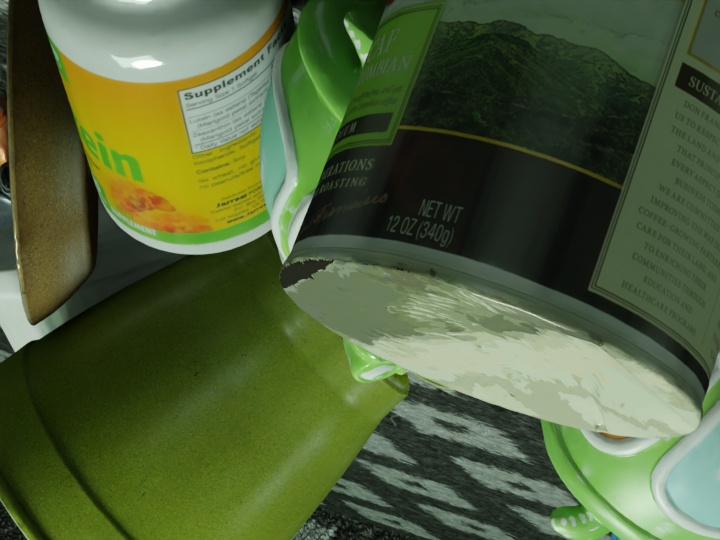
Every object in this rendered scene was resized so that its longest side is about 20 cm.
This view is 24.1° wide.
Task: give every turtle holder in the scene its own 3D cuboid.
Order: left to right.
[{"bbox_3d":[0.027,-0.039,0.720,0.140,0.132,0.186,3,-137,-39],"label":"turtle holder"},{"bbox_3d":[0.198,0.094,0.933,0.185,0.141,0.132,35,125,-3],"label":"turtle holder"}]

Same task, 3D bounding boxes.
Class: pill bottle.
[{"bbox_3d":[-0.085,-0.107,0.770,0.110,0.111,0.200,17,148,16],"label":"pill bottle"}]

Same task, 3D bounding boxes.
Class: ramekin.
[{"bbox_3d":[-0.148,0.005,1.104,0.202,0.202,0.095,3,114,52],"label":"ramekin"}]

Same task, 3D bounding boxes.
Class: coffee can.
[{"bbox_3d":[0.075,-0.063,0.570,0.145,0.201,0.146,19,166,5],"label":"coffee can"}]

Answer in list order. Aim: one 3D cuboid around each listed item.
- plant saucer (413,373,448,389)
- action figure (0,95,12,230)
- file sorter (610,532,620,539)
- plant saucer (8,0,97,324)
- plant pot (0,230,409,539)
[{"bbox_3d":[0.007,-0.004,1.127,0.200,0.031,0.200,44,165,15],"label":"plant saucer"},{"bbox_3d":[-0.276,-0.084,1.227,0.199,0.105,0.193,22,157,-16],"label":"action figure"},{"bbox_3d":[0.256,0.165,1.204,0.138,0.123,0.200,18,-170,12],"label":"file sorter"},{"bbox_3d":[-0.165,-0.072,0.921,0.035,0.202,0.200,-1,168,-6],"label":"plant saucer"},{"bbox_3d":[-0.083,0.075,0.948,0.201,0.193,0.200,49,-174,-7],"label":"plant pot"}]
